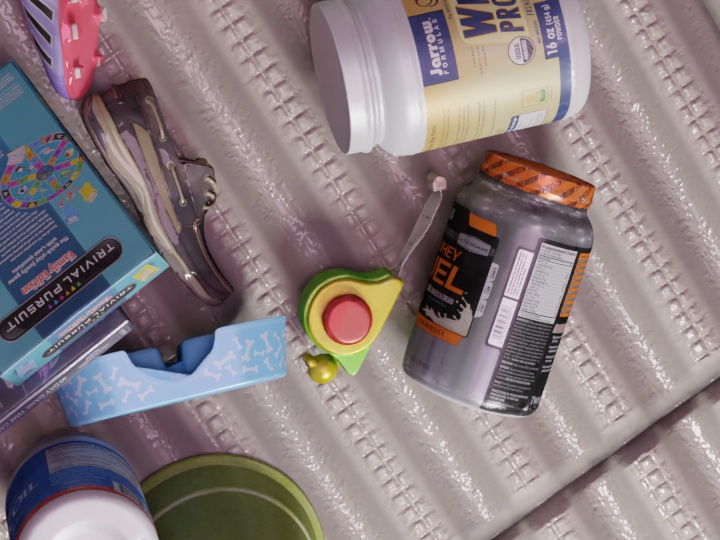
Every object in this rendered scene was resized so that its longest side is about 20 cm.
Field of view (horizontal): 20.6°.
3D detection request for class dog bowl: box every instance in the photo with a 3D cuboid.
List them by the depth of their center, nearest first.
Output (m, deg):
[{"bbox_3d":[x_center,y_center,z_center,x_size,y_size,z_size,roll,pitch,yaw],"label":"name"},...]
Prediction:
[{"bbox_3d":[-0.151,0.082,1.590,0.198,0.111,0.050,-12,87,-10],"label":"dog bowl"}]

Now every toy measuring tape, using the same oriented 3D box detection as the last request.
[{"bbox_3d":[0.000,0.000,1.636,0.073,0.074,0.201,25,96,-17],"label":"toy measuring tape"}]

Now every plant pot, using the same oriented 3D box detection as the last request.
[{"bbox_3d":[-0.107,0.273,1.610,0.198,0.190,0.202,-3,103,-12],"label":"plant pot"}]

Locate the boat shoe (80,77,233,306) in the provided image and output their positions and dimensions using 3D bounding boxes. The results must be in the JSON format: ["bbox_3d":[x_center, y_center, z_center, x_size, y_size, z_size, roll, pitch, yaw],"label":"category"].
[{"bbox_3d":[-0.148,-0.064,1.584,0.073,0.075,0.201,-31,109,-4],"label":"boat shoe"}]

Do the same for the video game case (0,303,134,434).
[{"bbox_3d":[-0.291,0.056,1.553,0.200,0.143,0.019,-38,148,-3],"label":"video game case"}]

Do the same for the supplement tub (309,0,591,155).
[{"bbox_3d":[0.069,-0.173,1.572,0.198,0.144,0.146,-14,105,-10],"label":"supplement tub"}]

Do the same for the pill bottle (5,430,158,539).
[{"bbox_3d":[-0.223,0.196,1.559,0.111,0.200,0.113,-3,103,-13],"label":"pill bottle"}]

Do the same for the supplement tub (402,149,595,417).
[{"bbox_3d":[0.119,0.010,1.638,0.122,0.123,0.202,16,98,-16],"label":"supplement tub"}]

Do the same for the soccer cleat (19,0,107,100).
[{"bbox_3d":[-0.249,-0.232,1.535,0.076,0.067,0.202,1,111,19],"label":"soccer cleat"}]

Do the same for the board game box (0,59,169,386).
[{"bbox_3d":[-0.267,-0.037,1.524,0.151,0.047,0.200,-38,75,-2],"label":"board game box"}]
